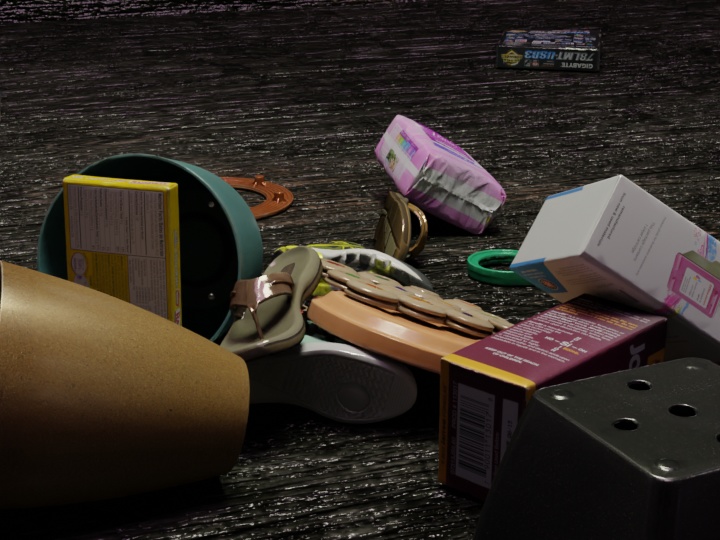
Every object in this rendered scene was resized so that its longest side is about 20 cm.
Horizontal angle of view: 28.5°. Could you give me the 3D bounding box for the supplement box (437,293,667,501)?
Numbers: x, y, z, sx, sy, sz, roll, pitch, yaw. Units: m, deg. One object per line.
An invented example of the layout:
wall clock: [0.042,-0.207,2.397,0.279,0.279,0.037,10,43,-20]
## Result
supplement box: [0.157,0.103,1.141,0.085,0.111,0.200,18,26,39]

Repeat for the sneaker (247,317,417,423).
sneaker: [-0.032,0.074,1.267,0.200,0.074,0.118,5,26,21]

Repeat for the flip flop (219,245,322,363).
flip flop: [-0.082,0.023,1.234,0.081,0.058,0.200,-15,25,21]

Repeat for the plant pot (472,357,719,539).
plant pot: [0.191,0.165,0.864,0.199,0.178,0.199,-8,21,-25]

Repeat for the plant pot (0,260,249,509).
plant pot: [-0.192,0.098,1.086,0.199,0.187,0.186,8,16,-19]

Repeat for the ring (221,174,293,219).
ring: [-0.188,-0.098,1.855,0.200,0.019,0.200,0,18,0]

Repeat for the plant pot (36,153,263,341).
plant pot: [-0.183,-0.013,1.362,0.200,0.201,0.161,5,7,14]

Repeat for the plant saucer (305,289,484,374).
plant saucer: [0.049,0.057,1.281,0.200,0.032,0.200,19,6,-2]

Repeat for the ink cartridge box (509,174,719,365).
ink cartridge box: [0.255,0.011,1.245,0.200,0.085,0.144,33,-14,-13]

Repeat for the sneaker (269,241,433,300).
sneaker: [0.000,0.000,1.488,0.200,0.075,0.085,14,23,34]

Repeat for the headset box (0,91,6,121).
headset box: [-0.678,-0.283,2.290,0.199,0.075,0.149,-10,22,-26]

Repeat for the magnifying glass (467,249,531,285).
magnifying glass: [0.215,0.003,1.568,0.199,0.022,0.080,6,20,21]

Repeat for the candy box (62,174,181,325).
candy box: [-0.207,0.018,1.243,0.102,0.201,0.026,5,18,14]

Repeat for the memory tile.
memory tile: [0.058,0.030,1.331,0.199,0.017,0.153,17,5,-23]

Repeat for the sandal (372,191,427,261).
sandal: [0.049,-0.043,1.635,0.054,0.081,0.200,21,14,-5]

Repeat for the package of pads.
package of pads: [0.098,-0.122,1.785,0.120,0.076,0.200,28,12,-19]

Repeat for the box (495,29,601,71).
box: [0.372,-0.435,2.778,0.199,0.050,0.199,3,19,9]

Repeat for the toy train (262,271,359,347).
toy train: [-0.068,0.044,1.429,0.046,0.034,0.200,-26,30,-27]
